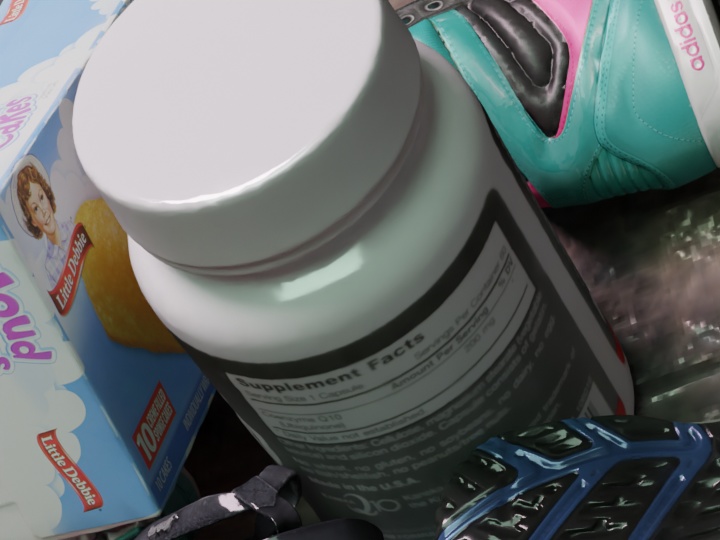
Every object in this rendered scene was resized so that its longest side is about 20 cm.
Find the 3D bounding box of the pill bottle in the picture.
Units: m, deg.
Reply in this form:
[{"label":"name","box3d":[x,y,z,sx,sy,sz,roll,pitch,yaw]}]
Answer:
[{"label":"pill bottle","box3d":[0.000,0.000,0.791,0.113,0.200,0.115,-15,50,18]}]

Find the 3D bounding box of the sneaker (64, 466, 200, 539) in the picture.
[{"label":"sneaker","box3d":[-0.141,0.079,0.948,0.199,0.078,0.092,-18,44,21]}]

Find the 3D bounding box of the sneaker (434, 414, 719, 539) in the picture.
[{"label":"sneaker","box3d":[0.125,0.078,0.773,0.198,0.077,0.076,-3,55,12]}]

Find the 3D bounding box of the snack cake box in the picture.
[{"label":"snack cake box","box3d":[-0.091,-0.015,0.859,0.067,0.116,0.200,-15,26,21]}]

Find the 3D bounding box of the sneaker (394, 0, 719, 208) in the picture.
[{"label":"sneaker","box3d":[0.051,-0.101,0.895,0.120,0.084,0.201,-23,59,11]}]

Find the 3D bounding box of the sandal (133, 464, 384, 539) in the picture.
[{"label":"sandal","box3d":[-0.044,0.086,0.804,0.076,0.200,0.043,-15,87,-15]}]
